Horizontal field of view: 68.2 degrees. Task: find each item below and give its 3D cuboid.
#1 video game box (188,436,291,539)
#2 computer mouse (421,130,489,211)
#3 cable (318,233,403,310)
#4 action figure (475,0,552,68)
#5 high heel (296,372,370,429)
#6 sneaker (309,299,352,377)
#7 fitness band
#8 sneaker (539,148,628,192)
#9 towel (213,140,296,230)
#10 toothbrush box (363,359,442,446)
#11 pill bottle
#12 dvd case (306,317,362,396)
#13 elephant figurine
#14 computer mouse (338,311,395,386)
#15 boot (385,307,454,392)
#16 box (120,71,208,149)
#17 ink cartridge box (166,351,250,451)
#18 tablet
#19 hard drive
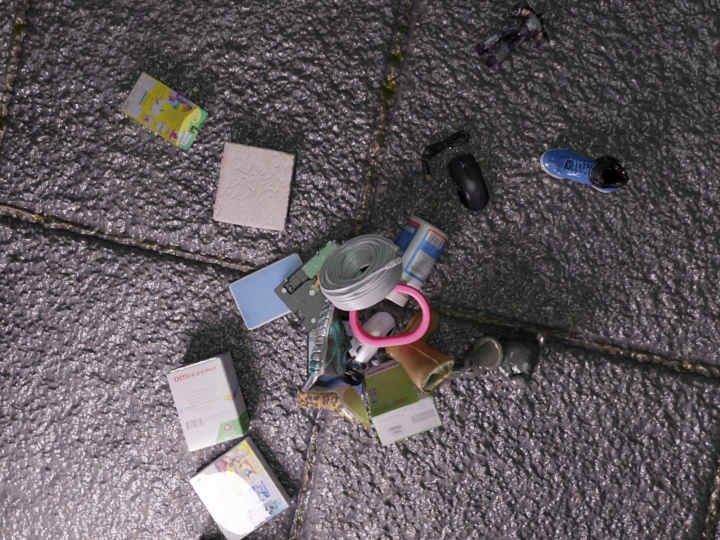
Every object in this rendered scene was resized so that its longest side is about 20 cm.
[{"bbox_3d":[-0.304,0.557,1.350,0.181,0.047,0.201,-34,89,5],"label":"video game box"},{"bbox_3d":[0.232,-0.235,1.310,0.139,0.046,0.202,-18,90,2],"label":"computer mouse"},{"bbox_3d":[0.000,0.000,1.225,0.199,0.200,0.069,-37,126,-1],"label":"cable"},{"bbox_3d":[0.383,-0.572,1.289,0.199,0.069,0.131,-34,84,0],"label":"action figure"},{"bbox_3d":[-0.068,0.335,1.282,0.200,0.071,0.143,44,120,21],"label":"high heel"},{"bbox_3d":[-0.060,0.159,1.268,0.090,0.077,0.202,16,77,-19],"label":"sneaker"},{"bbox_3d":[0.067,0.103,1.235,0.198,0.037,0.145,-10,95,20],"label":"fitness band"},{"bbox_3d":[0.534,-0.244,1.262,0.198,0.111,0.077,24,92,3],"label":"sneaker"},{"bbox_3d":[-0.267,-0.211,1.345,0.189,0.032,0.202,10,92,2],"label":"towel"},{"bbox_3d":[0.095,0.292,1.241,0.144,0.200,0.087,-20,112,3],"label":"toothbrush box"},{"bbox_3d":[0.120,-0.020,1.287,0.112,0.112,0.201,31,92,2],"label":"pill bottle"},{"bbox_3d":[-0.067,0.220,1.346,0.141,0.018,0.203,1,92,4],"label":"dvd case"},{"bbox_3d":[0.316,0.207,1.280,0.198,0.142,0.156,22,63,18],"label":"elephant figurine"},{"bbox_3d":[0.005,0.181,1.299,0.109,0.044,0.201,37,84,21],"label":"computer mouse"},{"bbox_3d":[0.162,0.181,1.235,0.175,0.200,0.066,-44,114,-7],"label":"boot"},{"bbox_3d":[-0.489,-0.399,1.347,0.199,0.048,0.118,33,92,5],"label":"box"},{"bbox_3d":[-0.375,0.321,1.323,0.144,0.088,0.202,-17,92,3],"label":"ink cartridge box"},{"bbox_3d":[-0.223,0.054,1.355,0.198,0.014,0.131,-25,89,4],"label":"tablet"},{"bbox_3d":[-0.097,0.035,1.325,0.200,0.038,0.140,-43,90,-4],"label":"hard drive"}]
